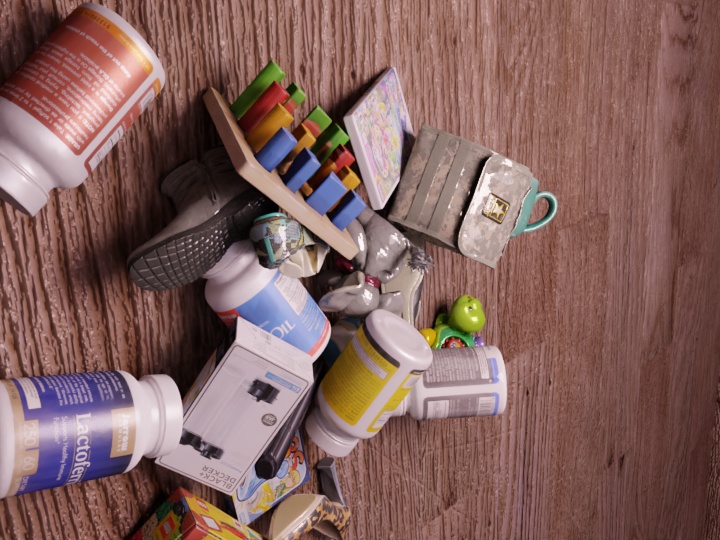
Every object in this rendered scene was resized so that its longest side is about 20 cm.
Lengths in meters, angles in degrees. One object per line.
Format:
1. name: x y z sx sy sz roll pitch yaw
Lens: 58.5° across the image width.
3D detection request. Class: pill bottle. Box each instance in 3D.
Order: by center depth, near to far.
1. pill bottle: -0.298 -0.159 0.645 0.202 0.111 0.112 -57 131 -19
2. pill bottle: -0.305 0.171 0.707 0.197 0.114 0.119 1 98 -44
3. pill bottle: -0.133 0.035 0.842 0.113 0.111 0.201 -49 119 -25
4. pill bottle: 0.006 0.166 0.919 0.110 0.112 0.202 18 114 -44
5. pill bottle: 0.134 0.187 1.068 0.195 0.114 0.117 -3 104 -2

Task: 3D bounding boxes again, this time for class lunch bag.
1. lunch bag: 0.160 -0.113 1.020 0.118 0.197 0.167 13 100 -83

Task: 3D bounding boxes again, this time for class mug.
1. mug: 0.239 -0.114 1.130 0.151 0.182 0.117 10 96 -62

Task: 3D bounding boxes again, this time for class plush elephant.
1. plush elephant: 0.000 0.000 0.948 0.156 0.200 0.164 -50 139 0

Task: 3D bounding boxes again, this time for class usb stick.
1. usb stick: -0.094 0.199 0.895 0.201 0.032 0.056 -62 171 -50

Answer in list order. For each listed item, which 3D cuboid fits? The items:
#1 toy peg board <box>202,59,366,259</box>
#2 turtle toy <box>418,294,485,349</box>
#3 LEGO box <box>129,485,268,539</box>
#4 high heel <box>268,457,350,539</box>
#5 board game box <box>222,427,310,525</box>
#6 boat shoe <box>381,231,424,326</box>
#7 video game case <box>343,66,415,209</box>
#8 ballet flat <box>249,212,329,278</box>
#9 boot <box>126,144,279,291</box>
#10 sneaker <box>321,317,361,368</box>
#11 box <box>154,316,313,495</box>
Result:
1. toy peg board: -0.073 -0.148 0.792 0.098 0.200 0.199 -44 133 11
2. turtle toy: 0.175 0.144 1.178 0.144 0.100 0.205 -2 100 -44
3. LEGO box: -0.213 0.402 0.848 0.149 0.077 0.201 -46 128 -8
4. high heel: -0.072 0.404 0.987 0.200 0.070 0.146 -38 121 -59
5. board game box: -0.148 0.249 0.932 0.134 0.034 0.204 -26 116 -38
6. boat shoe: 0.070 0.036 1.093 0.068 0.070 0.205 29 68 -81
7. video game case: 0.036 -0.204 0.974 0.201 0.018 0.145 -60 137 -50
8. ballet flat: -0.079 -0.023 0.794 0.200 0.073 0.076 3 98 -72
9. boot: -0.203 -0.066 0.757 0.199 0.130 0.068 -35 146 -25
10. sneaker: 0.004 0.166 1.036 0.081 0.076 0.203 -41 126 -33
11. box: -0.158 0.173 0.806 0.115 0.060 0.201 31 107 -20
